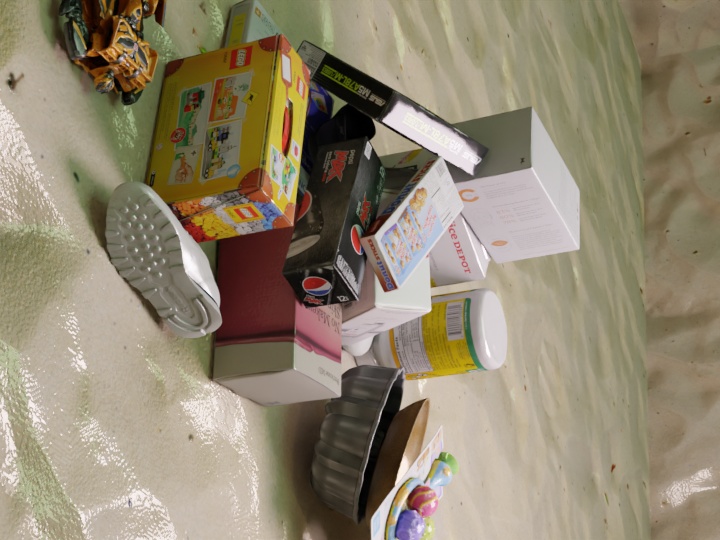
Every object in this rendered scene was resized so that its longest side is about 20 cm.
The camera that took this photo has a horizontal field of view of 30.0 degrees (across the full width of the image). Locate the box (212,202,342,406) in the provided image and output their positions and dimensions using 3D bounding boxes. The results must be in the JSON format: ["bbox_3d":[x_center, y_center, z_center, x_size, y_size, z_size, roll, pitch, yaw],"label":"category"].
[{"bbox_3d":[-0.092,0.042,1.555,0.128,0.108,0.202,37,48,-58],"label":"box"}]

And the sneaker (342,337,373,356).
[{"bbox_3d":[0.013,0.025,1.790,0.071,0.072,0.202,-6,115,-40],"label":"sneaker"}]

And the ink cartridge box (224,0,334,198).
[{"bbox_3d":[-0.105,-0.198,1.663,0.198,0.047,0.202,50,37,-42],"label":"ink cartridge box"}]

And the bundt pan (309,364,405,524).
[{"bbox_3d":[-0.008,0.207,1.676,0.202,0.075,0.204,17,90,-80],"label":"bundt pan"}]

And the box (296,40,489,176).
[{"bbox_3d":[0.035,-0.202,1.672,0.192,0.200,0.048,27,97,-46],"label":"box"}]

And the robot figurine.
[{"bbox_3d":[-0.245,-0.272,1.371,0.145,0.058,0.202,41,45,-56],"label":"robot figurine"}]

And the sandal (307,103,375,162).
[{"bbox_3d":[-0.017,-0.170,1.717,0.076,0.043,0.201,52,30,-19],"label":"sandal"}]

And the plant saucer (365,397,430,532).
[{"bbox_3d":[0.044,0.255,1.713,0.200,0.035,0.203,16,90,-80],"label":"plant saucer"}]

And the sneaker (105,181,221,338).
[{"bbox_3d":[-0.203,-0.021,1.384,0.081,0.076,0.201,-90,163,-47],"label":"sneaker"}]

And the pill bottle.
[{"bbox_3d":[0.094,0.092,1.859,0.113,0.198,0.114,-9,90,-67],"label":"pill bottle"}]

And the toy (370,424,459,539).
[{"bbox_3d":[0.074,0.293,1.651,0.200,0.047,0.116,-49,143,-51],"label":"toy"}]

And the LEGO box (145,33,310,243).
[{"bbox_3d":[-0.142,-0.141,1.451,0.077,0.147,0.202,48,40,-51],"label":"LEGO box"}]

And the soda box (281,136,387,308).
[{"bbox_3d":[-0.027,-0.056,1.516,0.064,0.070,0.201,58,33,-40],"label":"soda box"}]

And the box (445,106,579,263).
[{"bbox_3d":[0.202,-0.108,1.771,0.200,0.123,0.098,50,38,-50],"label":"box"}]

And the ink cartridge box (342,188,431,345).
[{"bbox_3d":[0.000,0.000,1.660,0.082,0.200,0.148,6,73,-28],"label":"ink cartridge box"}]

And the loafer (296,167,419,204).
[{"bbox_3d":[0.014,-0.102,1.750,0.070,0.197,0.071,-72,163,-51],"label":"loafer"}]

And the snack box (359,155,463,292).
[{"bbox_3d":[0.063,-0.057,1.558,0.200,0.024,0.072,-50,121,-49],"label":"snack box"}]

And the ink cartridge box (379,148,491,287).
[{"bbox_3d":[0.075,-0.071,1.873,0.145,0.198,0.148,-68,142,-50],"label":"ink cartridge box"}]
